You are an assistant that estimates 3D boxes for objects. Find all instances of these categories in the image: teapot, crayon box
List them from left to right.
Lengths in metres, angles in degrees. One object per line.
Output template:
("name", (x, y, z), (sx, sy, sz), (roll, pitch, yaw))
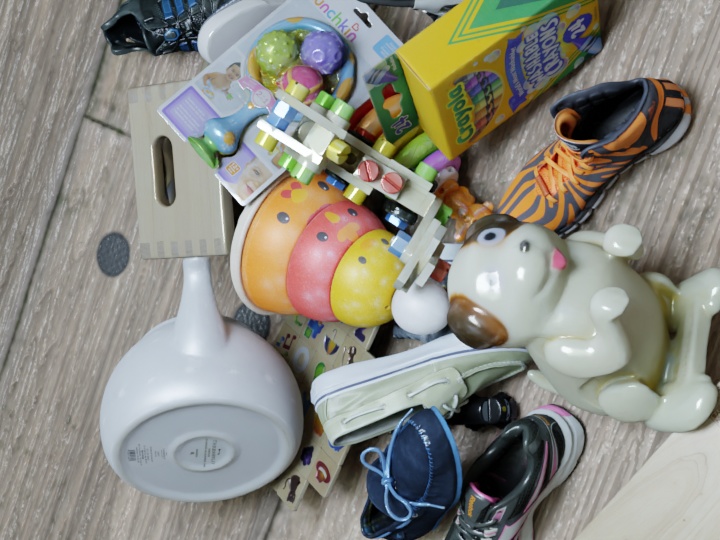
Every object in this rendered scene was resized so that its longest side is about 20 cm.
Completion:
("teapot", (-0.146, 0.111, 1.364), (0.200, 0.197, 0.146), (-34, 43, 26))
("crayon box", (0.105, -0.173, 1.223), (0.200, 0.126, 0.052), (-36, 65, -4))

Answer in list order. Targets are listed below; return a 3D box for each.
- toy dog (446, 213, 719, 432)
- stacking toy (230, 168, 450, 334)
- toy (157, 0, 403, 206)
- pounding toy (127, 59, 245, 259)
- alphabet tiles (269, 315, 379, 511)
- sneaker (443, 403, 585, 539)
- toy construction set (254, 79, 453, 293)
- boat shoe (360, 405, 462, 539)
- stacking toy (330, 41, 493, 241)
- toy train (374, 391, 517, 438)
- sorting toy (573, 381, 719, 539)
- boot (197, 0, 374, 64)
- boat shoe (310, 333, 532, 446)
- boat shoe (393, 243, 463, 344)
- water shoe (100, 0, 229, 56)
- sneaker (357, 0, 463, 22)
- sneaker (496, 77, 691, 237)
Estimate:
("toy dog", (0.163, 0.028, 1.167), (0.194, 0.200, 0.140), (-17, 49, 59))
("stacking toy", (0.000, 0.000, 1.286), (0.200, 0.146, 0.147), (25, 100, 33))
("toy", (-0.064, -0.164, 1.266), (0.200, 0.047, 0.115), (-42, 84, -5))
("pounding toy", (-0.134, -0.117, 1.402), (0.142, 0.184, 0.201), (-3, 93, 32))
("alphabet tiles", (-0.045, 0.112, 1.380), (0.166, 0.006, 0.200), (38, 107, 51))
("sneaker", (0.108, 0.201, 1.261), (0.080, 0.086, 0.200), (30, 103, 33))
("toy construction set", (0.008, -0.074, 1.215), (0.092, 0.131, 0.200), (-44, 90, 2))
("boat shoe", (0.039, 0.187, 1.253), (0.200, 0.068, 0.084), (96, 153, -52))
("stacking toy", (0.047, -0.096, 1.319), (0.116, 0.110, 0.200), (-45, 72, -3))
("toy train", (0.045, 0.131, 1.331), (0.200, 0.046, 0.034), (-8, 82, 32))
("sorting toy", (0.298, 0.222, 1.146), (0.199, 0.070, 0.200), (48, 111, 26))
("boot", (-0.086, -0.244, 1.371), (0.090, 0.200, 0.073), (38, 135, 33))
("boat shoe", (0.058, 0.101, 1.270), (0.199, 0.072, 0.062), (-16, 66, 1))
("boat shoe", (0.114, 0.023, 1.286), (0.200, 0.071, 0.091), (2, 88, 40))
("water shoe", (-0.174, -0.237, 1.470), (0.200, 0.079, 0.072), (5, 129, 43))
("sneaker", (0.082, -0.233, 1.261), (0.089, 0.199, 0.074), (102, 158, -53))
("sneaker", (0.171, -0.097, 1.227), (0.200, 0.112, 0.078), (-43, 65, 25))
